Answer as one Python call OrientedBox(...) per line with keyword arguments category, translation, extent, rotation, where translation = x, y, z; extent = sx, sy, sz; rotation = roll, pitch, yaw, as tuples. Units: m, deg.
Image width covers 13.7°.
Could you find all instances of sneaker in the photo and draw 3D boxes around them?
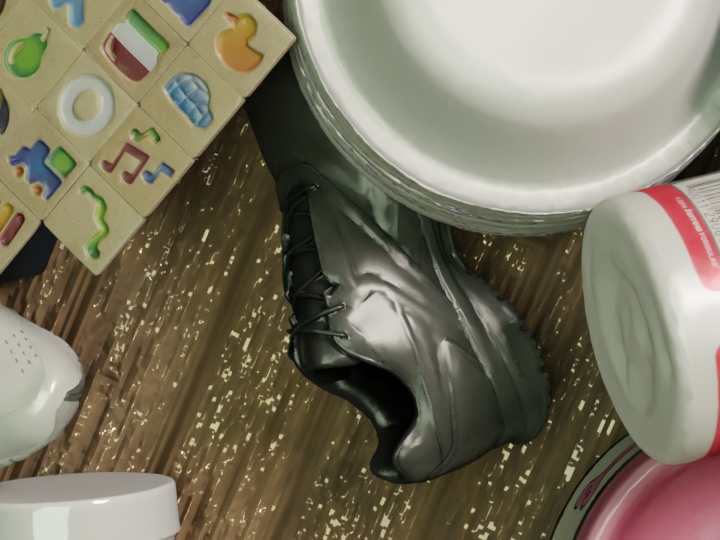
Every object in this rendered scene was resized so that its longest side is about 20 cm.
OrientedBox(category="sneaker", translation=(-0.209, 0.027, 1.313), extent=(0.200, 0.087, 0.075), rotation=(20, 73, 30))
OrientedBox(category="sneaker", translation=(0.000, 0.000, 1.284), extent=(0.091, 0.076, 0.200), rotation=(-29, 83, -28))

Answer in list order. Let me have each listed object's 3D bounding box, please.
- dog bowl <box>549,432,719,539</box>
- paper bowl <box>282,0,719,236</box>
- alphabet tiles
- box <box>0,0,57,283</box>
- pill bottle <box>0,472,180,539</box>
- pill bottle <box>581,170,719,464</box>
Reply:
OrientedBox(category="dog bowl", translation=(0.171, 0.146, 1.248), extent=(0.200, 0.074, 0.201), rotation=(-1, 83, 6))
OrientedBox(category="paper bowl", translation=(0.070, -0.119, 1.229), extent=(0.200, 0.104, 0.201), rotation=(1, 82, -5))
OrientedBox(category="alphabet tiles", translation=(-0.125, -0.103, 1.242), extent=(0.166, 0.006, 0.200), rotation=(44, 107, 12))
OrientedBox(category="box", translation=(-0.200, -0.120, 1.326), extent=(0.182, 0.104, 0.200), rotation=(23, 100, 10))
OrientedBox(category="pill bottle", translation=(-0.121, 0.195, 1.324), extent=(0.116, 0.116, 0.200), rotation=(-2, 94, 14))
OrientedBox(category="pill bottle", translation=(0.199, 0.003, 1.207), extent=(0.200, 0.111, 0.111), rotation=(-13, 91, -13))
